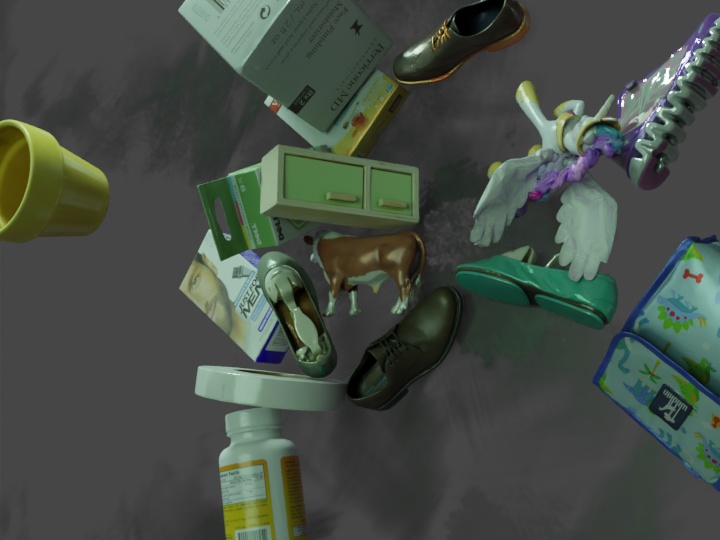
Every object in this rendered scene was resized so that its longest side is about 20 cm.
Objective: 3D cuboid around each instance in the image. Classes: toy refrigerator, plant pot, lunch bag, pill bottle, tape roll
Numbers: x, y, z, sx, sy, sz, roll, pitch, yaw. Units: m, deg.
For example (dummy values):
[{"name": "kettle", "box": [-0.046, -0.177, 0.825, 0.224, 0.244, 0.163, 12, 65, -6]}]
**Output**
[{"name": "toy refrigerator", "box": [-0.023, -0.103, 1.005, 0.070, 0.198, 0.077, -18, 68, 62]}, {"name": "plant pot", "box": [-0.555, -0.139, 1.379, 0.199, 0.188, 0.203, -7, 77, 33]}, {"name": "lunch bag", "box": [0.348, 0.091, 0.780, 0.170, 0.127, 0.201, 43, 119, 29]}, {"name": "pill bottle", "box": [-0.134, 0.293, 1.068, 0.110, 0.111, 0.202, -18, 72, 30]}, {"name": "tape roll", "box": [-0.116, 0.153, 1.026, 0.201, 0.202, 0.038, 3, 83, 34]}]

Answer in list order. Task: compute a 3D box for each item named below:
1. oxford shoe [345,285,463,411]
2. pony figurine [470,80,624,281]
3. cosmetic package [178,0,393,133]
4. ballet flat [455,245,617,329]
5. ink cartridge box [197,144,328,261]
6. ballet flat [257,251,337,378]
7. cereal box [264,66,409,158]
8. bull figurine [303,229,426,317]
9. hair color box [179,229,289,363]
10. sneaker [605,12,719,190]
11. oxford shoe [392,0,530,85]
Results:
[{"name": "oxford shoe", "box": [0.055, 0.101, 0.992, 0.073, 0.084, 0.201, 45, 105, 32]}, {"name": "pony figurine", "box": [0.207, -0.109, 0.870, 0.200, 0.165, 0.195, -118, 45, -68]}, {"name": "cosmetic package", "box": [-0.096, -0.324, 1.050, 0.165, 0.199, 0.165, -50, 58, 11]}, {"name": "ballet flat", "box": [0.210, 0.010, 0.924, 0.198, 0.067, 0.071, 17, 67, 35]}, {"name": "ink cartridge box", "box": [-0.113, -0.094, 1.053, 0.059, 0.199, 0.105, -4, 107, 40]}, {"name": "ballet flat", "box": [-0.086, 0.047, 1.043, 0.067, 0.064, 0.201, -26, 66, -5]}, {"name": "cereal box", "box": [-0.040, -0.251, 1.142, 0.200, 0.039, 0.145, 43, 104, 31]}, {"name": "bull figurine", "box": [0.000, 0.000, 1.059, 0.198, 0.065, 0.123, -4, 85, 38]}, {"name": "hair color box", "box": [-0.174, 0.037, 1.169, 0.199, 0.065, 0.110, 37, 103, 34]}, {"name": "sneaker", "box": [0.331, -0.194, 0.865, 0.088, 0.080, 0.201, 39, 105, 40]}, {"name": "oxford shoe", "box": [0.117, -0.306, 1.026, 0.198, 0.073, 0.072, -22, 71, 29]}]
